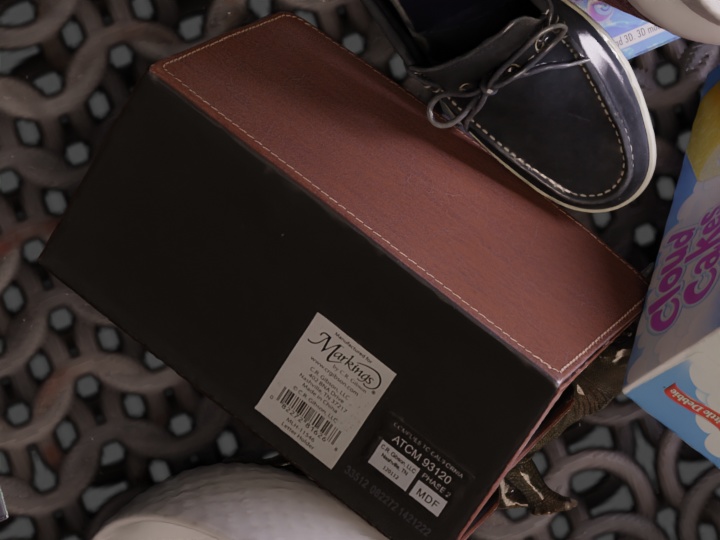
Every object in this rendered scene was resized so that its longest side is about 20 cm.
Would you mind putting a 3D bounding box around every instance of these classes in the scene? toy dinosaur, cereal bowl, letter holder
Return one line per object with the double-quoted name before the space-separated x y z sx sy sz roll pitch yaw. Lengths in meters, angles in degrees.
"toy dinosaur" 0.038 0.055 1.225 0.199 0.077 0.103 -4 90 -5
"cereal bowl" -0.018 0.157 1.176 0.083 0.200 0.201 -41 110 -35
"letter holder" 0.000 0.000 1.155 0.200 0.142 0.101 37 117 9

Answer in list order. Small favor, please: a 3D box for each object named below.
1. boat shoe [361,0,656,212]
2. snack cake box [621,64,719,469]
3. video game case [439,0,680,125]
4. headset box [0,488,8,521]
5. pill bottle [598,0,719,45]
"boat shoe" 0.048 -0.091 1.131 0.074 0.062 0.200 -26 120 23
"snack cake box" 0.186 0.000 1.173 0.115 0.200 0.067 39 132 -17
"video game case" 0.098 -0.182 1.193 0.199 0.045 0.182 -23 104 -6
"headset box" -0.256 0.071 1.085 0.199 0.174 0.093 -20 102 -17
"pill bottle" 0.129 -0.143 1.080 0.109 0.200 0.110 -3 103 -12
